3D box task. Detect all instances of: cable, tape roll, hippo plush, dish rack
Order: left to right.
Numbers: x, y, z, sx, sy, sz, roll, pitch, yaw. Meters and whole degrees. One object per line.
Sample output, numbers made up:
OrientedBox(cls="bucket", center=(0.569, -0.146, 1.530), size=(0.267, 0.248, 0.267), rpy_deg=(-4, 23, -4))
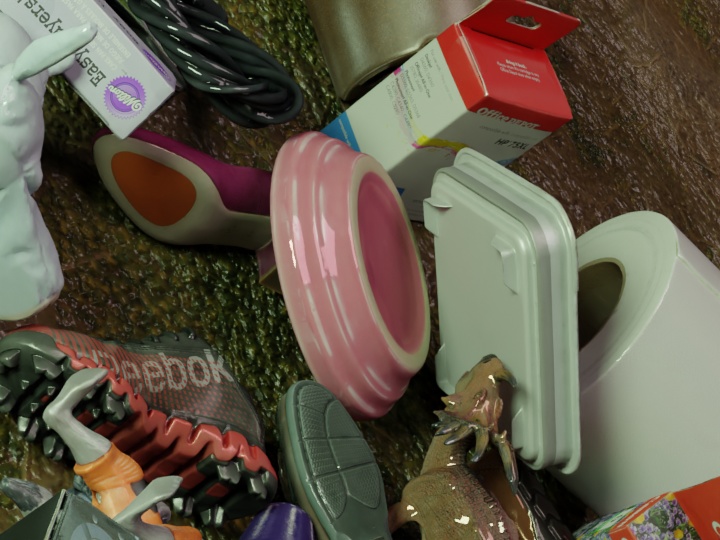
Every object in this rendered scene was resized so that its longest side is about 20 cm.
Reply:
OrientedBox(cls="hippo plush", center=(-0.235, -0.081, 0.959), size=(0.157, 0.202, 0.161), rpy_deg=(4, 30, -14))
OrientedBox(cls="cable", center=(-0.110, -0.166, 1.182), size=(0.163, 0.051, 0.200), rpy_deg=(46, 6, -30))
OrientedBox(cls="dish rack", center=(0.091, 0.031, 1.207), size=(0.043, 0.202, 0.171), rpy_deg=(-15, 25, -21))
OrientedBox(cls="tape roll", center=(0.205, 0.075, 1.329), size=(0.139, 0.202, 0.204), rpy_deg=(40, 35, -19))

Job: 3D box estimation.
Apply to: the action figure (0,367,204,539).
OrientedBox(cls="action figure", center=(-0.127, 0.151, 0.896), size=(0.104, 0.199, 0.195), rpy_deg=(-29, 127, -30))

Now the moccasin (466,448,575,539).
OrientedBox(cls="moccasin", center=(0.123, 0.222, 1.217), size=(0.202, 0.077, 0.074), rpy_deg=(56, 17, 8))

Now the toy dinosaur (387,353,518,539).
OrientedBox(cls="toy dinosaur", center=(0.072, 0.167, 1.135), size=(0.085, 0.135, 0.201), rpy_deg=(-4, 65, -53))

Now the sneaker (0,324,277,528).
OrientedBox(cls="sneaker", center=(-0.131, 0.071, 1.020), size=(0.200, 0.071, 0.099), rpy_deg=(31, 40, -35))

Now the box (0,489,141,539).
OrientedBox(cls="box", center=(-0.119, 0.219, 0.817), size=(0.200, 0.163, 0.087), rpy_deg=(39, 36, -22))

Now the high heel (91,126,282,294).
OrientedBox(cls="high heel", center=(-0.104, -0.059, 1.186), size=(0.200, 0.067, 0.097), rpy_deg=(38, 29, -37))

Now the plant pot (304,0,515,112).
OrientedBox(cls="plant pot", center=(0.036, -0.235, 1.410), size=(0.199, 0.199, 0.200), rpy_deg=(7, 62, -49))

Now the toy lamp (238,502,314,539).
OrientedBox(cls="toy lamp", center=(-0.062, 0.216, 0.995), size=(0.058, 0.058, 0.201), rpy_deg=(41, 38, -21))

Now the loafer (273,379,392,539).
OrientedBox(cls="loafer", center=(-0.015, 0.168, 1.097), size=(0.072, 0.063, 0.201), rpy_deg=(3, 55, -50))

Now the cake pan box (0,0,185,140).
OrientedBox(cls="cake pan box", center=(-0.193, -0.176, 1.110), size=(0.200, 0.052, 0.184), rpy_deg=(48, 7, -12))

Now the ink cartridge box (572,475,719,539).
OrientedBox(cls="ink cartridge box", center=(0.212, 0.216, 1.216), size=(0.050, 0.200, 0.110), rpy_deg=(-30, 85, -27))

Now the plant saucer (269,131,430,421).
OrientedBox(cls="plant saucer", center=(0.000, 0.000, 1.202), size=(0.200, 0.050, 0.203), rpy_deg=(-13, 90, -72))

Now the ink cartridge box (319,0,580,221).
OrientedBox(cls="ink cartridge box", center=(0.076, -0.119, 1.335), size=(0.116, 0.199, 0.068), rpy_deg=(6, 56, -49))
